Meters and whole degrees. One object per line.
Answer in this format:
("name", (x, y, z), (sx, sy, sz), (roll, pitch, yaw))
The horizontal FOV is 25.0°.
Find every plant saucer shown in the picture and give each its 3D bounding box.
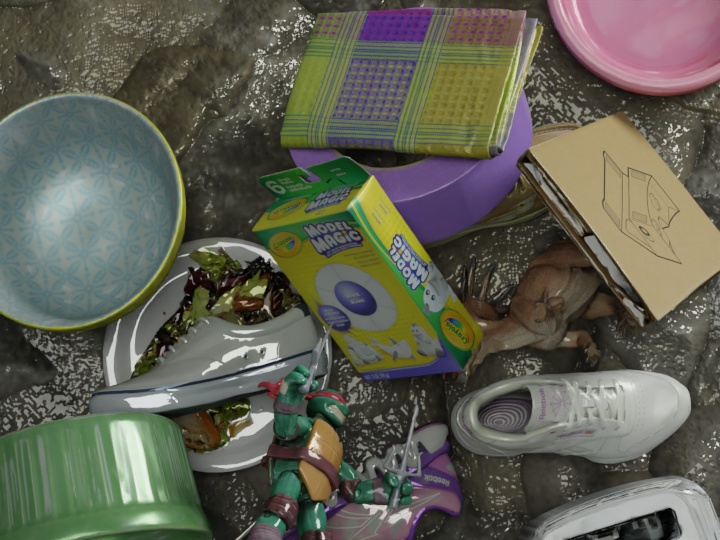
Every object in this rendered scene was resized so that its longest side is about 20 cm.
("plant saucer", (0.258, -0.246, 1.408), (0.198, 0.051, 0.203), (-1, 80, 3))

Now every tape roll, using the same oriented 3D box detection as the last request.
("tape roll", (0.040, -0.121, 1.351), (0.198, 0.066, 0.202), (-10, 55, 14))

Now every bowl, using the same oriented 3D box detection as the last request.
("bowl", (-0.233, -0.036, 1.369), (0.198, 0.108, 0.202), (-2, 74, 7))

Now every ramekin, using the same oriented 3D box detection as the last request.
("ramekin", (-0.223, 0.184, 1.297), (0.198, 0.200, 0.099), (-13, 72, 1))

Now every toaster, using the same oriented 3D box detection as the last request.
("toaster", (0.203, 0.231, 1.293), (0.198, 0.129, 0.115), (-16, 79, 1))

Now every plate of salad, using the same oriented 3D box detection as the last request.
("plate of salad", (-0.123, 0.069, 1.381), (0.198, 0.048, 0.202), (-1, 80, 4))

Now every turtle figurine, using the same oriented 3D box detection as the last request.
("turtle figurine", (-0.029, 0.153, 1.262), (0.149, 0.100, 0.201), (35, 52, -25))

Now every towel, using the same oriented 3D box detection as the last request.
("towel", (0.040, -0.152, 1.318), (0.198, 0.023, 0.145), (4, 60, 23))

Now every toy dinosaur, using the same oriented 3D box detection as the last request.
("toy dinosaur", (0.156, 0.017, 1.362), (0.199, 0.135, 0.086), (-33, 121, -23))

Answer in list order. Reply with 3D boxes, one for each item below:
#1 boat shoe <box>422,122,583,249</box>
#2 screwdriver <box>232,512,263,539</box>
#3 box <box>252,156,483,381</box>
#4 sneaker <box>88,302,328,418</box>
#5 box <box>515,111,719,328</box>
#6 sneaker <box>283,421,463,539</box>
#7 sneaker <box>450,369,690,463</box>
("boat shoe", (0.110, -0.072, 1.379), (0.199, 0.066, 0.075), (-26, 80, -1))
("screwdriver", (-0.096, 0.224, 1.361), (0.199, 0.028, 0.029), (-39, 52, 0))
("box", (0.000, 0.000, 1.304), (0.201, 0.117, 0.048), (55, 50, -23))
("sneaker", (-0.128, 0.076, 1.329), (0.198, 0.073, 0.072), (-13, 82, -11))
("box", (0.220, -0.047, 1.315), (0.021, 0.200, 0.164), (-43, 80, 32))
("sneaker", (0.002, 0.208, 1.339), (0.199, 0.080, 0.089), (-30, 88, -3))
("sneaker", (0.174, 0.121, 1.328), (0.198, 0.100, 0.076), (-7, 79, 1))
